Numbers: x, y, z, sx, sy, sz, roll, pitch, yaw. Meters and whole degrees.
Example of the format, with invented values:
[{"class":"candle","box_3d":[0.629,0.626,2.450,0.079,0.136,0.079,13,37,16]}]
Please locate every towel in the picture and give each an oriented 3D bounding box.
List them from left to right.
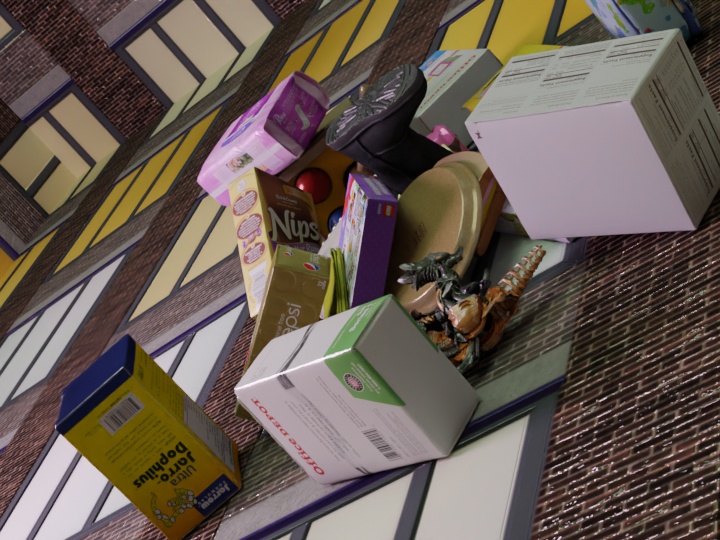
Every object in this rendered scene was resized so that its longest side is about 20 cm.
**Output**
[{"class":"towel","box_3d":[-0.030,0.071,1.619,0.201,0.018,0.087,-96,17,-46]}]

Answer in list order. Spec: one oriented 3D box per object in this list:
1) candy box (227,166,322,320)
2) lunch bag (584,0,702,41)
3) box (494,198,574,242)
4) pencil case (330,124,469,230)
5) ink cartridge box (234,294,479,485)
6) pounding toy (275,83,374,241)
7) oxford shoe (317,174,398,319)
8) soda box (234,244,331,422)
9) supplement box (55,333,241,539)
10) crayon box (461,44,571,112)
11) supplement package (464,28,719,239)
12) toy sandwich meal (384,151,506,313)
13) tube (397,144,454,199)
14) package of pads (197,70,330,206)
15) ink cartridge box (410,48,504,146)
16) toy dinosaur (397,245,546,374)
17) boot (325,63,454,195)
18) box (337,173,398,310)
[{"class":"candy box","box_3d":[-0.100,-0.023,1.831,0.056,0.116,0.201,-32,55,28]},{"class":"lunch bag","box_3d":[0.321,-0.340,1.735,0.082,0.161,0.200,-40,17,7]},{"class":"box","box_3d":[0.187,-0.063,1.589,0.039,0.041,0.200,-45,19,-11]},{"class":"pencil case","box_3d":[0.058,-0.097,1.875,0.200,0.091,0.094,-43,-19,-6]},{"class":"ink cartridge box","box_3d":[-0.007,0.121,1.405,0.199,0.146,0.085,-21,26,48]},{"class":"pounding toy","box_3d":[-0.015,-0.138,1.949,0.200,0.184,0.142,-39,18,10]},{"class":"oxford shoe","box_3d":[-0.015,-0.038,1.758,0.058,0.075,0.201,27,91,37]},{"class":"soda box","box_3d":[-0.090,0.077,1.649,0.064,0.067,0.202,-90,14,-67]},{"class":"supplement box","box_3d":[-0.242,0.193,1.650,0.109,0.200,0.109,-40,17,6]},{"class":"crayon box","box_3d":[0.214,-0.224,1.792,0.127,0.051,0.200,-44,18,-4]},{"class":"supplement package","box_3d":[0.233,-0.126,1.389,0.199,0.156,0.111,-2,41,46]},{"class":"toy sandwich meal","box_3d":[0.095,-0.035,1.619,0.205,0.070,0.207,-37,43,44]},{"class":"tube","box_3d":[0.053,-0.071,1.802,0.200,0.052,0.058,-47,60,2]},{"class":"package of pads","box_3d":[-0.131,-0.175,1.929,0.200,0.075,0.121,-30,27,52]},{"class":"ink cartridge box","box_3d":[0.122,-0.242,2.059,0.145,0.085,0.200,-45,19,-8]},{"class":"toy dinosaur","box_3d":[0.108,0.051,1.460,0.198,0.103,0.136,-24,34,0]},{"class":"boot","box_3d":[0.083,-0.142,1.680,0.164,0.199,0.066,-29,35,45]},{"class":"box","box_3d":[0.000,0.000,1.652,0.137,0.039,0.202,-121,39,-72]}]
